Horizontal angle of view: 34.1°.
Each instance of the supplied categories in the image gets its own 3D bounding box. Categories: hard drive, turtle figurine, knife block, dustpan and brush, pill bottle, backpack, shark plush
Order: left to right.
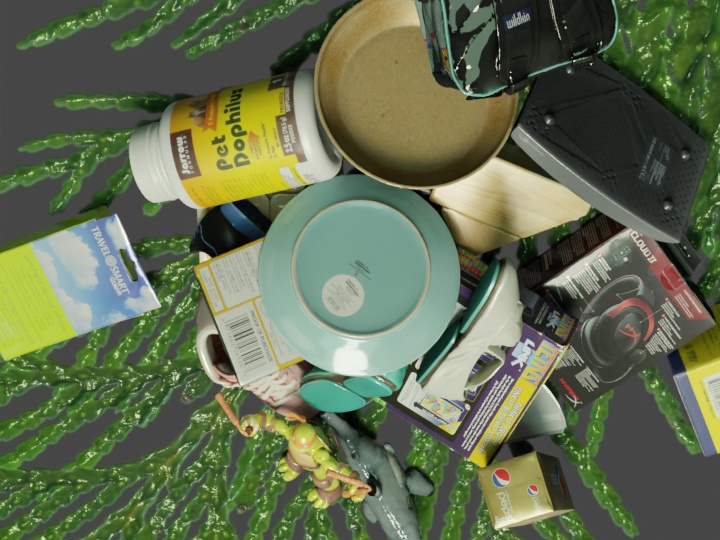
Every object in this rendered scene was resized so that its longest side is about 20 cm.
[{"bbox_3d":[-0.124,-0.125,1.164,0.197,0.110,0.110,-12,114,16],"label":"pill bottle"},{"bbox_3d":[-0.066,0.197,1.299,0.198,0.065,0.162,27,156,14],"label":"turtle figurine"},{"bbox_3d":[0.023,0.232,1.340,0.090,0.084,0.202,-16,113,11],"label":"shark plush"},{"bbox_3d":[0.115,-0.111,1.184,0.198,0.064,0.177,-20,114,14],"label":"knife block"},{"bbox_3d":[0.138,0.117,1.289,0.138,0.057,0.202,-14,108,15],"label":"dustpan and brush"},{"bbox_3d":[0.123,-0.277,1.050,0.174,0.154,0.202,-20,116,-8],"label":"backpack"},{"bbox_3d":[0.242,-0.123,1.143,0.199,0.136,0.042,33,152,-13],"label":"hard drive"}]

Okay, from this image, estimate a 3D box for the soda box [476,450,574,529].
[{"bbox_3d":[0.182,0.239,1.271,0.067,0.200,0.065,-19,75,12],"label":"soda box"}]

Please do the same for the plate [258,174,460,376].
[{"bbox_3d":[0.000,0.000,1.129,0.197,0.026,0.203,1,75,-4],"label":"plate"}]

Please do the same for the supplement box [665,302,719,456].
[{"bbox_3d":[0.429,0.093,1.234,0.198,0.109,0.110,-22,112,14],"label":"supplement box"}]

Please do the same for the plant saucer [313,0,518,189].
[{"bbox_3d":[0.052,-0.171,1.133,0.197,0.035,0.203,1,78,-6],"label":"plant saucer"}]

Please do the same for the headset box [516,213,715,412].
[{"bbox_3d":[0.263,0.030,1.235,0.199,0.075,0.149,-36,108,18],"label":"headset box"}]

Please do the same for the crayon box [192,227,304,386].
[{"bbox_3d":[-0.053,0.018,1.173,0.198,0.052,0.127,-22,90,-9],"label":"crayon box"}]

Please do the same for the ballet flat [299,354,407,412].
[{"bbox_3d":[-0.001,0.101,1.216,0.067,0.071,0.200,33,157,-14],"label":"ballet flat"}]

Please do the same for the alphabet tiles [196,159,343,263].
[{"bbox_3d":[-0.077,-0.038,1.259,0.197,0.015,0.198,3,115,2],"label":"alphabet tiles"}]

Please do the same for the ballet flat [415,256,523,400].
[{"bbox_3d":[0.118,0.061,1.126,0.069,0.070,0.201,23,137,-7],"label":"ballet flat"}]

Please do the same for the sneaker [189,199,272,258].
[{"bbox_3d":[-0.091,0.011,1.237,0.200,0.070,0.078,44,106,-6],"label":"sneaker"}]

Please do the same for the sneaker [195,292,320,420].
[{"bbox_3d":[-0.113,0.112,1.278,0.075,0.105,0.201,-29,116,17],"label":"sneaker"}]

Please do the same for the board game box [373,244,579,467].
[{"bbox_3d":[0.109,0.089,1.221,0.164,0.057,0.201,31,129,6],"label":"board game box"}]

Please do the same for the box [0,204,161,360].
[{"bbox_3d":[-0.324,0.012,1.280,0.197,0.048,0.123,-18,113,12],"label":"box"}]
